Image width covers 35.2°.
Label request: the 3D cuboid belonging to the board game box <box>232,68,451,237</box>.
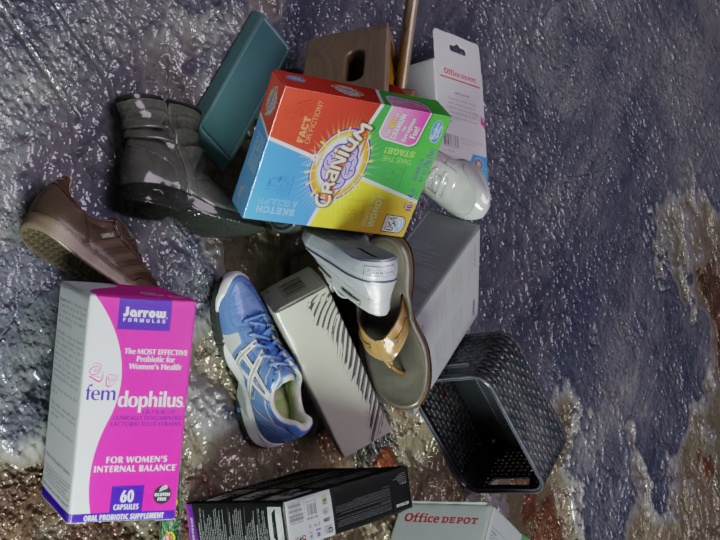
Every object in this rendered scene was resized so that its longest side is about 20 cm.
[{"bbox_3d":[-0.020,-0.119,1.198,0.198,0.040,0.154,5,120,-29],"label":"board game box"}]

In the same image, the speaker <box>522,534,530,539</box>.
[{"bbox_3d":[0.165,0.436,1.489,0.200,0.088,0.089,-46,117,-44],"label":"speaker"}]

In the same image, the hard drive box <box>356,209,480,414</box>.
[{"bbox_3d":[0.076,0.050,1.416,0.200,0.076,0.157,-50,148,-42],"label":"hard drive box"}]

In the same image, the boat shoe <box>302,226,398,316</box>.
[{"bbox_3d":[-0.018,-0.003,1.236,0.073,0.200,0.068,-1,105,-17],"label":"boat shoe"}]

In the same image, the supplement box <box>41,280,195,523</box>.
[{"bbox_3d":[-0.220,0.116,1.029,0.100,0.103,0.202,4,93,-29],"label":"supplement box"}]

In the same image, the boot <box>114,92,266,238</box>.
[{"bbox_3d":[-0.174,-0.113,1.208,0.199,0.067,0.132,17,68,-47],"label":"boot"}]

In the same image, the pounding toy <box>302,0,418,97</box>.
[{"bbox_3d":[0.018,-0.199,1.322,0.201,0.141,0.185,-86,162,-47],"label":"pounding toy"}]

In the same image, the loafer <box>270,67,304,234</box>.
[{"bbox_3d":[-0.067,-0.136,1.337,0.063,0.071,0.202,21,65,-52],"label":"loafer"}]

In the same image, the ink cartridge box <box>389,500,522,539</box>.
[{"bbox_3d":[0.098,0.389,1.370,0.083,0.145,0.201,46,51,-35],"label":"ink cartridge box"}]

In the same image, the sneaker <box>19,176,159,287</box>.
[{"bbox_3d":[-0.237,-0.011,1.108,0.200,0.070,0.076,46,50,-35],"label":"sneaker"}]

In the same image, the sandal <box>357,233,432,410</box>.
[{"bbox_3d":[0.032,0.057,1.269,0.054,0.081,0.202,-10,97,-64],"label":"sandal"}]

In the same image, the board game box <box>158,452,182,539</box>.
[{"bbox_3d":[-0.186,0.181,1.116,0.023,0.105,0.202,1,79,-8],"label":"board game box"}]

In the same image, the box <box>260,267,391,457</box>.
[{"bbox_3d":[-0.039,0.104,1.289,0.068,0.082,0.201,-27,114,-8],"label":"box"}]

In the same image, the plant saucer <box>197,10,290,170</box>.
[{"bbox_3d":[-0.135,-0.211,1.308,0.070,0.019,0.201,48,49,-33],"label":"plant saucer"}]

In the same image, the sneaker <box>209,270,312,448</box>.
[{"bbox_3d":[-0.104,0.094,1.242,0.075,0.077,0.202,-28,103,-47],"label":"sneaker"}]

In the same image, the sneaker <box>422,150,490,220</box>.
[{"bbox_3d":[0.078,-0.122,1.442,0.099,0.200,0.075,-16,135,-43],"label":"sneaker"}]

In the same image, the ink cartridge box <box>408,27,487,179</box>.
[{"bbox_3d":[0.113,-0.217,1.562,0.115,0.067,0.202,7,78,-49],"label":"ink cartridge box"}]

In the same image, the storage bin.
[{"bbox_3d":[0.169,0.189,1.499,0.201,0.134,0.094,59,45,-23],"label":"storage bin"}]

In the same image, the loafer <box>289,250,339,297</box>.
[{"bbox_3d":[0.000,0.000,1.388,0.199,0.067,0.077,-10,91,-50],"label":"loafer"}]

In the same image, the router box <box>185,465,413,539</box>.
[{"bbox_3d":[-0.062,0.249,1.206,0.199,0.148,0.052,-4,86,-49],"label":"router box"}]
